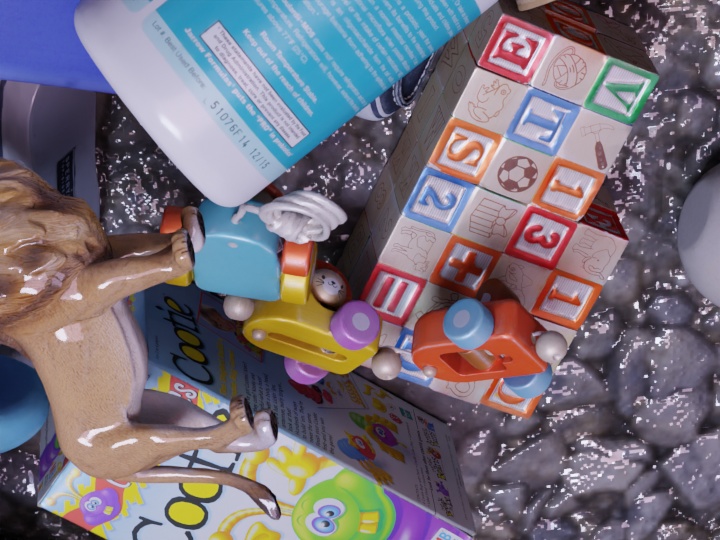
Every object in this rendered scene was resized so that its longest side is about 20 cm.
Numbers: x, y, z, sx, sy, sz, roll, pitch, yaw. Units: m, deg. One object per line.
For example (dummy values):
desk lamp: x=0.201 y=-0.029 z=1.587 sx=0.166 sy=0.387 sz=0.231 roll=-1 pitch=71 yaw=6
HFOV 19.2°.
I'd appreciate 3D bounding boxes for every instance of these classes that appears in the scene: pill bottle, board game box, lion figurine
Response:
pill bottle: x=-0.013 y=-0.126 z=0.894 sx=0.200 sy=0.111 sz=0.111 roll=-38 pitch=117 yaw=3
board game box: x=-0.055 y=0.100 z=1.103 sx=0.200 sy=0.105 sz=0.103 roll=30 pitch=112 yaw=-21
lion figurine: x=-0.115 y=0.037 z=0.925 sx=0.122 sy=0.073 sz=0.200 roll=-15 pitch=112 yaw=7

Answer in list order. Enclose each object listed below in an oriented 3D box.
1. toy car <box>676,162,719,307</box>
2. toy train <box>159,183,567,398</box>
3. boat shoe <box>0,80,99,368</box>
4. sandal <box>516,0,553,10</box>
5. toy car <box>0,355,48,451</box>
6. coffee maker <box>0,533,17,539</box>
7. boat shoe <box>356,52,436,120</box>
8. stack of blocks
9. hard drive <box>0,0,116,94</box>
toy car: x=0.267 y=-0.026 z=1.048 sx=0.175 sy=0.150 sz=0.200 roll=15 pitch=116 yaw=-16
toy train: x=0.000 y=0.000 z=0.995 sx=0.150 sy=0.056 sz=0.200 roll=-12 pitch=146 yaw=37
boat shoe: x=-0.170 y=-0.039 z=1.038 sx=0.065 sy=0.074 sz=0.200 roll=26 pitch=129 yaw=18
sandal: x=0.158 y=-0.194 z=0.998 sx=0.211 sy=0.078 sz=0.070 roll=-23 pitch=100 yaw=-1
toy car: x=-0.226 y=0.040 z=0.974 sx=0.150 sy=0.175 sz=0.200 roll=-45 pitch=120 yaw=-1
coffee maker: x=-0.180 y=0.245 z=1.123 sx=0.200 sy=0.193 sz=0.135 roll=26 pitch=156 yaw=-19
boat shoe: x=0.054 y=-0.152 z=0.971 sx=0.091 sy=0.071 sz=0.201 roll=21 pitch=112 yaw=15
stack of blocks: x=0.073 y=-0.035 z=1.070 sx=0.115 sy=0.059 sz=0.200 roll=19 pitch=115 yaw=-17
hard drive: x=-0.098 y=-0.142 z=0.936 sx=0.200 sy=0.025 sz=0.132 roll=5 pitch=113 yaw=-28
